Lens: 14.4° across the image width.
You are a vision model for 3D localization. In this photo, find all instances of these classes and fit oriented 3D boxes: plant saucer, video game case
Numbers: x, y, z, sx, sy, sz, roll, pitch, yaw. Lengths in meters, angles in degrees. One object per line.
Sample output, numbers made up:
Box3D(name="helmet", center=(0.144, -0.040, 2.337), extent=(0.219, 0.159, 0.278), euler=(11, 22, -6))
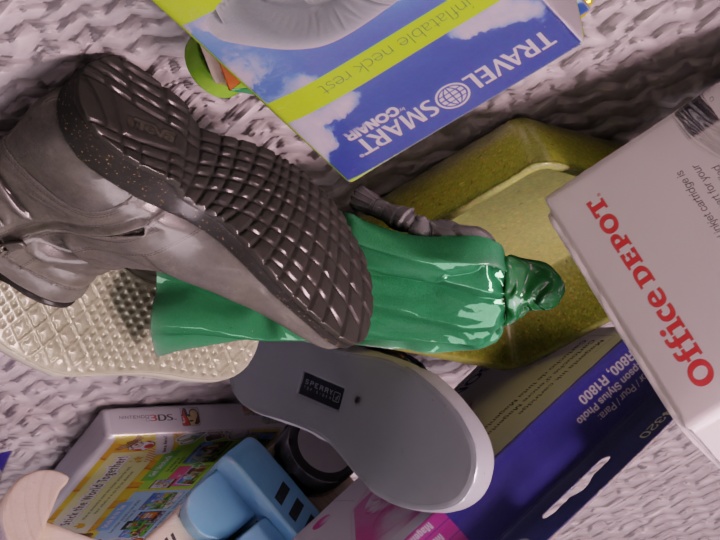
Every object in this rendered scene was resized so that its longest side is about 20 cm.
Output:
Box3D(name="plant saucer", center=(0.082, -0.018, 1.480), extent=(0.200, 0.048, 0.199), euler=(12, 147, -45))
Box3D(name="video game case", center=(-0.105, 0.128, 1.763), extent=(0.181, 0.023, 0.200), euler=(-1, 156, -26))

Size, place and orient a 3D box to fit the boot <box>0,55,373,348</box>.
Box3D(name="boot", center=(-0.099, -0.015, 1.325), extent=(0.200, 0.068, 0.130), euler=(38, 134, -27))

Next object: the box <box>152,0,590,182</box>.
Box3D(name="box", center=(-0.003, -0.116, 1.120), extent=(0.122, 0.048, 0.200), euler=(-30, 136, 20))

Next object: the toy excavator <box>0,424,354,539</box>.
Box3D(name="toy excavator", center=(-0.089, 0.159, 1.643), extent=(0.200, 0.195, 0.100), euler=(-39, 176, -35))

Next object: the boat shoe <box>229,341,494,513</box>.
Box3D(name="boat shoe", center=(0.023, 0.076, 1.542), extent=(0.091, 0.071, 0.200), euler=(10, -168, -44))

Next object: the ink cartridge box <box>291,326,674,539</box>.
Box3D(name="ink cartridge box", center=(0.074, 0.104, 1.557), extent=(0.196, 0.043, 0.200), euler=(-41, -167, -21))

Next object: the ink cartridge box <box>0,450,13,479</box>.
Box3D(name="ink cartridge box", center=(-0.305, 0.148, 1.596), extent=(0.197, 0.044, 0.200), euler=(-15, -162, 6))

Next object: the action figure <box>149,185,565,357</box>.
Box3D(name="action figure", center=(0.000, 0.000, 1.381), extent=(0.199, 0.055, 0.118), euler=(8, 128, 6))

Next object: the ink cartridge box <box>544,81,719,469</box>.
Box3D(name="ink cartridge box", center=(0.211, -0.020, 1.343), extent=(0.200, 0.145, 0.084), euler=(-34, 151, 6))

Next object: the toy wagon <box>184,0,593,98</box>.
Box3D(name="toy wagon", center=(0.026, -0.113, 1.234), extent=(0.200, 0.040, 0.155), euler=(7, 151, -39))

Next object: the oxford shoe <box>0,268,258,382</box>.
Box3D(name="oxford shoe", center=(-0.137, 0.017, 1.433), extent=(0.200, 0.075, 0.058), euler=(15, -179, -45))
